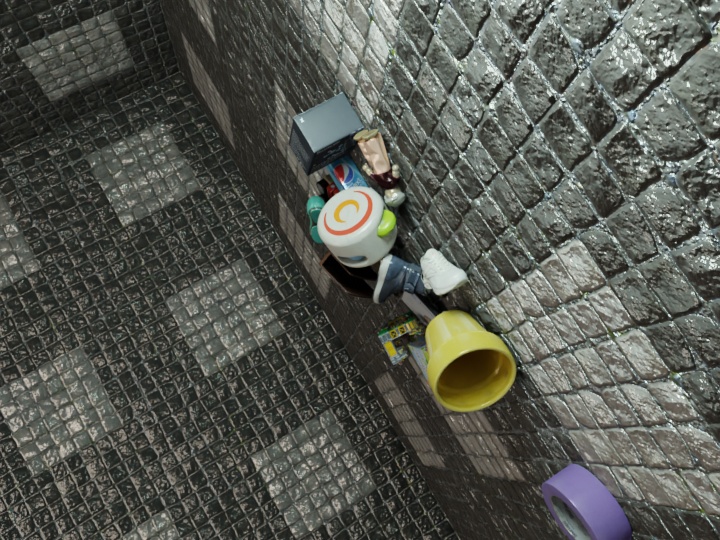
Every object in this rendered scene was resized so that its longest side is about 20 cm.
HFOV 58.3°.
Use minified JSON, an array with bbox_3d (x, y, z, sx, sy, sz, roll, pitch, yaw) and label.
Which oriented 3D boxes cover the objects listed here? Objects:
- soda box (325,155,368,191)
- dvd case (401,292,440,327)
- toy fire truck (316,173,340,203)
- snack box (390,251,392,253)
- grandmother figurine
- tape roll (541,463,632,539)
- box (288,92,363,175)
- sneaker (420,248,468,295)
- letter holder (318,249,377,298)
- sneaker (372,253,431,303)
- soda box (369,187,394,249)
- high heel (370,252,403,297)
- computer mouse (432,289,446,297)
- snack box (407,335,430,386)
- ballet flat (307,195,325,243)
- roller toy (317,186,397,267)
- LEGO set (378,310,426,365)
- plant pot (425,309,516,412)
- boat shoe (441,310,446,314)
[{"bbox_3d":[-0.043,-0.274,1.848,0.200,0.064,0.068,59,167,4],"label":"soda box"},{"bbox_3d":[0.177,0.109,1.850,0.143,0.018,0.200,48,170,11],"label":"dvd case"},{"bbox_3d":[-0.045,-0.178,1.941,0.200,0.129,0.176,48,162,26],"label":"toy fire truck"},{"bbox_3d":[0.104,-0.010,1.939,0.200,0.024,0.072,53,167,29],"label":"snack box"},{"bbox_3d":[0.056,-0.242,1.562,0.121,0.061,0.200,24,145,58],"label":"grandmother figurine"},{"bbox_3d":[0.511,0.549,1.467,0.200,0.085,0.200,54,165,21],"label":"tape roll"},{"bbox_3d":[-0.094,-0.352,1.686,0.107,0.148,0.200,59,168,3],"label":"box"},{"bbox_3d":[0.186,-0.002,1.540,0.099,0.078,0.200,66,165,-10],"label":"sneaker"},{"bbox_3d":[0.000,0.000,1.881,0.142,0.101,0.200,47,-163,24],"label":"letter holder"},{"bbox_3d":[0.113,0.044,1.713,0.146,0.077,0.202,17,148,3],"label":"sneaker"},{"bbox_3d":[0.038,-0.132,1.831,0.063,0.068,0.200,45,161,42],"label":"soda box"},{"bbox_3d":[0.051,-0.010,1.786,0.200,0.071,0.143,24,-132,-41],"label":"high heel"},{"bbox_3d":[0.177,0.048,1.767,0.059,0.034,0.200,65,166,-15],"label":"computer mouse"},{"bbox_3d":[0.237,0.295,1.997,0.169,0.068,0.200,61,169,-6],"label":"snack box"},{"bbox_3d":[-0.126,-0.162,1.974,0.200,0.067,0.070,87,180,-61],"label":"ballet flat"},{"bbox_3d":[-0.006,-0.108,1.649,0.140,0.182,0.200,51,-176,-48],"label":"roller toy"},{"bbox_3d":[0.134,0.209,1.960,0.116,0.154,0.200,63,178,-4],"label":"LEGO set"},{"bbox_3d":[0.241,0.200,1.537,0.189,0.201,0.201,-113,2,-54],"label":"plant pot"},{"bbox_3d":[0.238,0.170,1.721,0.065,0.074,0.200,29,169,18],"label":"boat shoe"}]
